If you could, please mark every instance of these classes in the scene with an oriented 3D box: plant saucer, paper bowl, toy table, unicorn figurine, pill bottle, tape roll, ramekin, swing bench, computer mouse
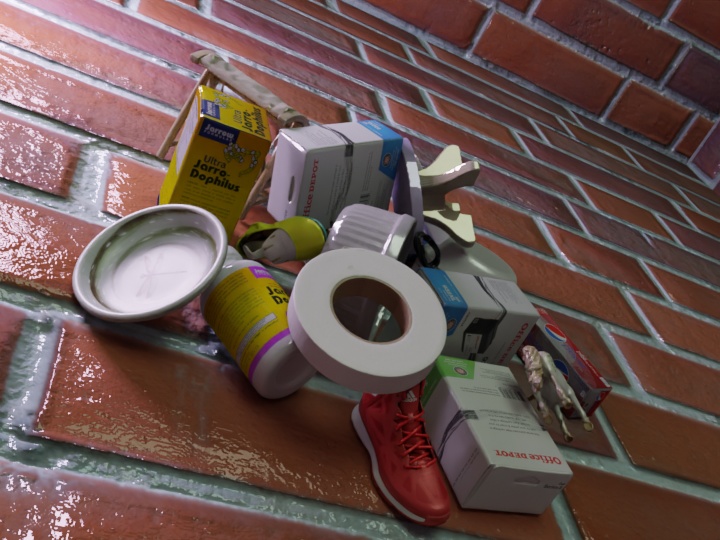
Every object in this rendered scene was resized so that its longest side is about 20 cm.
[{"bbox_3d":[-0.257,0.000,1.008,0.196,0.051,0.202,-7,45,7],"label":"plant saucer"},{"bbox_3d":[0.189,0.017,1.386,0.198,0.105,0.201,29,18,-10],"label":"paper bowl"},{"bbox_3d":[0.121,-0.128,1.337,0.115,0.184,0.204,-3,77,-10],"label":"toy table"},{"bbox_3d":[0.271,0.173,1.143,0.073,0.202,0.139,-20,43,0],"label":"unicorn figurine"},{"bbox_3d":[-0.137,0.059,1.025,0.103,0.105,0.200,-5,43,-48],"label":"pill bottle"},{"bbox_3d":[0.009,0.057,0.978,0.199,0.037,0.205,12,43,-12],"label":"tape roll"},{"bbox_3d":[0.000,0.000,1.166,0.103,0.203,0.201,22,26,6],"label":"ramekin"},{"bbox_3d":[-0.202,-0.230,1.338,0.198,0.202,0.129,36,28,13],"label":"swing bench"},{"bbox_3d":[0.108,0.029,1.260,0.058,0.203,0.034,-31,30,-32],"label":"computer mouse"}]

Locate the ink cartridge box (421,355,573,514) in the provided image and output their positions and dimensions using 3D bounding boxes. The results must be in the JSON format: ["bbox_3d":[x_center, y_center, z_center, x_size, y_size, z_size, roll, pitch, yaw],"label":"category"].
[{"bbox_3d":[0.171,0.219,1.082,0.143,0.085,0.201,13,31,-29],"label":"ink cartridge box"}]

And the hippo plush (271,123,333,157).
[{"bbox_3d":[-0.084,-0.222,1.472,0.160,0.160,0.200,32,67,30],"label":"hippo plush"}]

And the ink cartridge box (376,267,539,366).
[{"bbox_3d":[0.146,0.087,1.194,0.197,0.147,0.084,8,33,-36],"label":"ink cartridge box"}]

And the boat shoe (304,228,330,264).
[{"bbox_3d":[-0.083,-0.053,1.328,0.072,0.064,0.201,-7,35,-11],"label":"boat shoe"}]

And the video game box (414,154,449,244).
[{"bbox_3d":[0.112,-0.142,1.519,0.202,0.046,0.183,61,5,-23],"label":"video game box"}]

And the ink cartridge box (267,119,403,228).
[{"bbox_3d":[-0.041,-0.153,1.291,0.197,0.147,0.084,-14,40,-38],"label":"ink cartridge box"}]

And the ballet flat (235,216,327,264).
[{"bbox_3d":[-0.122,-0.037,1.165,0.067,0.068,0.198,-33,19,-30],"label":"ballet flat"}]

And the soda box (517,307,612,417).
[{"bbox_3d":[0.331,0.153,1.365,0.063,0.071,0.201,5,37,-37],"label":"soda box"}]

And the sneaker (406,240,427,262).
[{"bbox_3d":[0.053,-0.041,1.435,0.197,0.076,0.078,17,55,-27],"label":"sneaker"}]

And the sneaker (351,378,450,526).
[{"bbox_3d":[0.054,0.196,0.961,0.077,0.117,0.200,-6,39,-33],"label":"sneaker"}]

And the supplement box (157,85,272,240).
[{"bbox_3d":[-0.218,-0.145,1.182,0.108,0.202,0.110,16,30,-23],"label":"supplement box"}]
